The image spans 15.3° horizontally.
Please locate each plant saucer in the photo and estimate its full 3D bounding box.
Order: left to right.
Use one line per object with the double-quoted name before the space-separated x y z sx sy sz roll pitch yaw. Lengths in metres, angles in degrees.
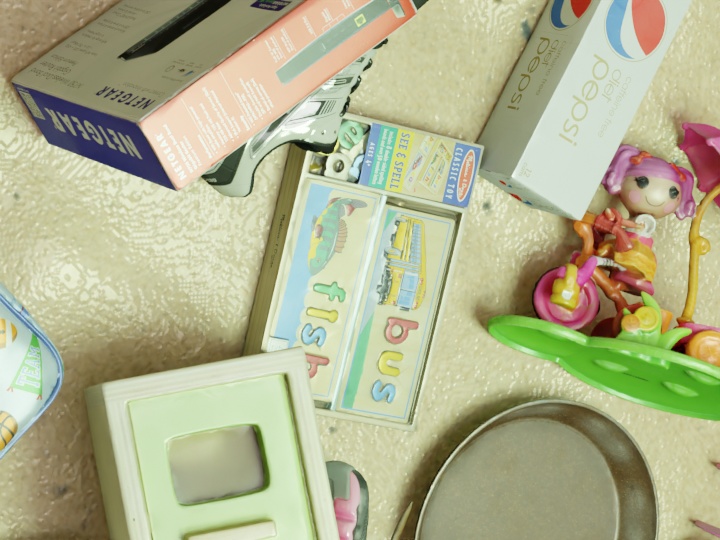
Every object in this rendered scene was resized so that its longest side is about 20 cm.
"plant saucer" 0.116 0.184 1.858 0.199 0.034 0.201 -6 103 -28

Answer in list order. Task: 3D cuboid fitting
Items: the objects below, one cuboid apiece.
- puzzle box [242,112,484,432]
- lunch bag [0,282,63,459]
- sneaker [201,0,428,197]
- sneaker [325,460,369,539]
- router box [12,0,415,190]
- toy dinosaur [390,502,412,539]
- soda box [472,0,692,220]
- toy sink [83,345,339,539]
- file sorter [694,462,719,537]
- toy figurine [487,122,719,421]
"puzzle box" 0.000 0.000 1.765 0.133 0.025 0.201 11 94 -30
"lunch bag" -0.284 0.068 1.596 0.200 0.075 0.160 -48 115 -12
"sneaker" -0.028 -0.121 1.695 0.200 0.076 0.088 -35 101 -8
"sneaker" -0.025 0.224 1.777 0.095 0.079 0.201 9 96 -51
"router box" -0.089 -0.131 1.583 0.179 0.200 0.049 -38 115 -18
"toy dinosaur" 0.037 0.255 1.791 0.106 0.060 0.200 -55 128 -27
"soda box" 0.153 -0.139 1.801 0.068 0.064 0.201 30 84 -30
"toy sink" -0.086 0.157 1.656 0.130 0.112 0.201 -9 88 -13
"file sorter" 0.347 0.128 1.915 0.125 0.139 0.201 27 86 -26
"toy figurine" 0.204 -0.015 1.838 0.199 0.150 0.185 18 76 -6
